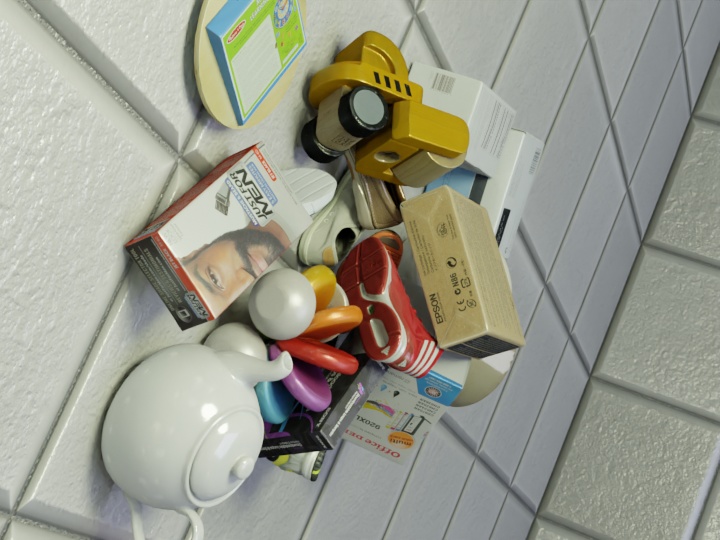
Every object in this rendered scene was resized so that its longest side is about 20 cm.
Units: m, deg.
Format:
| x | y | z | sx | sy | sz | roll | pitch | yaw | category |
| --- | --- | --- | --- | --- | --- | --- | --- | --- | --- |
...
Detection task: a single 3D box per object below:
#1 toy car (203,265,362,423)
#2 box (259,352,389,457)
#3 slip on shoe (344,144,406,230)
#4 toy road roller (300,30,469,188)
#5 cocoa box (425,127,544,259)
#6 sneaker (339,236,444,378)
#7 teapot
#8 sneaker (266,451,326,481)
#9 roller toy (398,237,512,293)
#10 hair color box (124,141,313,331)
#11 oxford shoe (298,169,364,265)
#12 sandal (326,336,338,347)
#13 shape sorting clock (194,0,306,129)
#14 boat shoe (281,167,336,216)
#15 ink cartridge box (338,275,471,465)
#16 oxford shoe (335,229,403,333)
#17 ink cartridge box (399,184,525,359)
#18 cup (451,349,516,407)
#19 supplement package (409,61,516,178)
| x | y | z | sx | sy | sz | roll | pitch | yaw | category |
| --- | --- | --- | --- | --- | --- | --- | --- | --- | --- |
| -0.079 | 0.098 | 1.630 | 0.200 | 0.150 | 0.175 | -47 | 162 | 12 | toy car |
| -0.071 | 0.171 | 1.712 | 0.036 | 0.199 | 0.143 | 53 | 50 | -22 | box |
| 0.015 | -0.149 | 1.748 | 0.076 | 0.060 | 0.202 | -40 | 123 | -58 | slip on shoe |
| 0.032 | -0.200 | 1.662 | 0.199 | 0.123 | 0.147 | 18 | 65 | -28 | toy road roller |
| 0.186 | -0.132 | 2.137 | 0.133 | 0.130 | 0.202 | 6 | 102 | -69 | cocoa box |
| 0.041 | 0.057 | 1.723 | 0.115 | 0.078 | 0.201 | 40 | 30 | -41 | sneaker |
| -0.176 | 0.189 | 1.482 | 0.197 | 0.146 | 0.201 | -33 | 139 | -38 | teapot |
| -0.087 | 0.213 | 1.813 | 0.200 | 0.076 | 0.076 | -119 | -133 | -79 | sneaker |
| 0.115 | 0.030 | 2.005 | 0.199 | 0.139 | 0.184 | -11 | 83 | -33 | roller toy |
| -0.146 | -0.039 | 1.450 | 0.111 | 0.064 | 0.200 | 57 | 45 | -15 | hair color box |
| -0.013 | -0.076 | 1.813 | 0.201 | 0.057 | 0.076 | -57 | 152 | -35 | oxford shoe |
| -0.068 | 0.113 | 1.868 | 0.075 | 0.045 | 0.201 | -48 | 164 | -35 | sandal |
| -0.116 | -0.250 | 1.448 | 0.200 | 0.039 | 0.201 | -47 | 148 | -42 | shape sorting clock |
| -0.106 | -0.058 | 1.608 | 0.200 | 0.072 | 0.071 | -33 | 146 | -41 | boat shoe |
| 0.049 | 0.140 | 1.883 | 0.200 | 0.146 | 0.145 | -58 | -171 | 43 | ink cartridge box |
| 0.000 | 0.000 | 1.841 | 0.200 | 0.071 | 0.073 | -51 | -163 | 42 | oxford shoe |
| 0.135 | 0.007 | 1.770 | 0.165 | 0.075 | 0.202 | 24 | 48 | -65 | ink cartridge box |
| 0.128 | 0.100 | 2.154 | 0.143 | 0.200 | 0.202 | 27 | 82 | -40 | cup |
| 0.138 | -0.216 | 1.980 | 0.200 | 0.113 | 0.110 | 16 | 94 | -69 | supplement package |
